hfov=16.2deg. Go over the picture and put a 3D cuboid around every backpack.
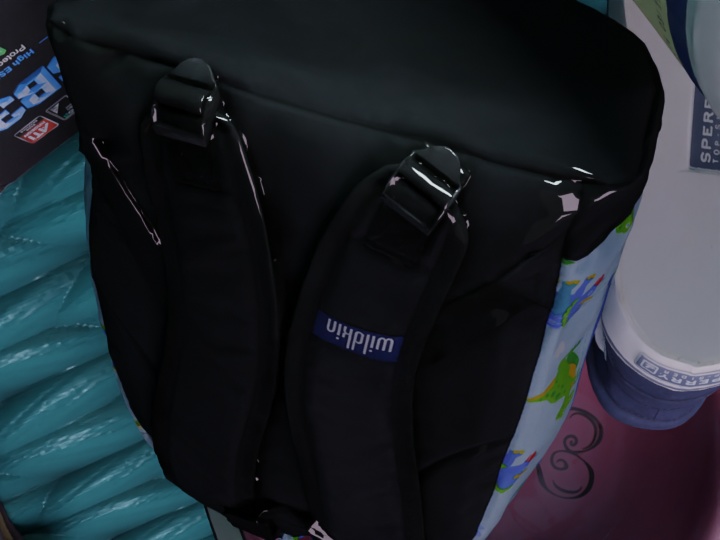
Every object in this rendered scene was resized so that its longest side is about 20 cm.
[{"bbox_3d":[0.000,0.000,0.712,0.162,0.154,0.201,15,128,12],"label":"backpack"}]

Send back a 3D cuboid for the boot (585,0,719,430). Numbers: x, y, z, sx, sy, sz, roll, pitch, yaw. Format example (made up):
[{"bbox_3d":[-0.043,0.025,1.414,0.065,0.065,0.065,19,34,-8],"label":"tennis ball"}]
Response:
[{"bbox_3d":[0.101,-0.053,0.782,0.072,0.201,0.090,13,163,-1],"label":"boot"}]

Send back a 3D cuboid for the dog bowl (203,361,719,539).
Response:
[{"bbox_3d":[0.043,0.057,0.850,0.199,0.201,0.074,-22,180,-2],"label":"dog bowl"}]

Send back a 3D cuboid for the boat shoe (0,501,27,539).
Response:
[{"bbox_3d":[-0.134,0.137,0.976,0.064,0.072,0.200,-21,141,5],"label":"boat shoe"}]

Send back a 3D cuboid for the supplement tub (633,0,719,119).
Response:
[{"bbox_3d":[0.102,-0.136,0.610,0.144,0.200,0.145,-20,143,-16],"label":"supplement tub"}]

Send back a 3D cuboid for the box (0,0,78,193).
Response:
[{"bbox_3d":[-0.089,-0.115,0.655,0.200,0.050,0.198,-35,153,19],"label":"box"}]
